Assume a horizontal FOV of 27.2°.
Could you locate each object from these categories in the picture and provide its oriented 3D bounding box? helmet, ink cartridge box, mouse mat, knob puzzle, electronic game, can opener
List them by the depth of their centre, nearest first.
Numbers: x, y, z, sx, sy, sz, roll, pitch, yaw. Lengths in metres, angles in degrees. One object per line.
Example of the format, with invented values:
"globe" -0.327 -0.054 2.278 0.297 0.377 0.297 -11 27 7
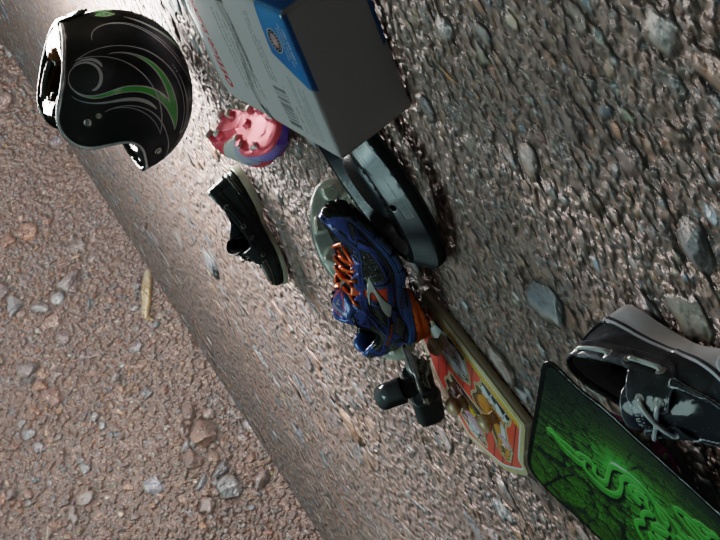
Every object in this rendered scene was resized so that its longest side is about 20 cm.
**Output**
"mouse mat" 0.193 0.167 1.060 0.200 0.007 0.162 42 154 27
"ink cartridge box" -0.063 -0.202 1.265 0.199 0.084 0.146 33 154 49
"electronic game" 0.015 -0.086 1.369 0.201 0.041 0.200 53 174 9
"can opener" 0.052 0.121 1.528 0.200 0.066 0.053 56 -166 -72
"knob puzzle" 0.109 0.135 1.531 0.221 0.030 0.220 54 166 20
"helmet" -0.309 -0.233 1.922 0.200 0.188 0.203 -176 90 -66

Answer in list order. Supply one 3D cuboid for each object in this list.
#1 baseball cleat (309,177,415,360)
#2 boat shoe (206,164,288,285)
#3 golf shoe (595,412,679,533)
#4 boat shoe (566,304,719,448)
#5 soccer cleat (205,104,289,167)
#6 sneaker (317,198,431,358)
"baseball cleat" 0.000 0.000 1.558 0.106 0.069 0.202 -66 -44 -87
"boat shoe" -0.156 -0.048 2.027 0.075 0.066 0.201 45 161 44
"golf shoe" 0.225 0.200 1.139 0.201 0.075 0.092 54 159 26
"boat shoe" 0.204 0.083 0.985 0.200 0.067 0.072 38 155 58
"soccer cleat" -0.113 -0.148 1.694 0.076 0.067 0.199 30 173 -25
"sneaker" 0.004 0.015 1.426 0.075 0.078 0.201 44 167 49
